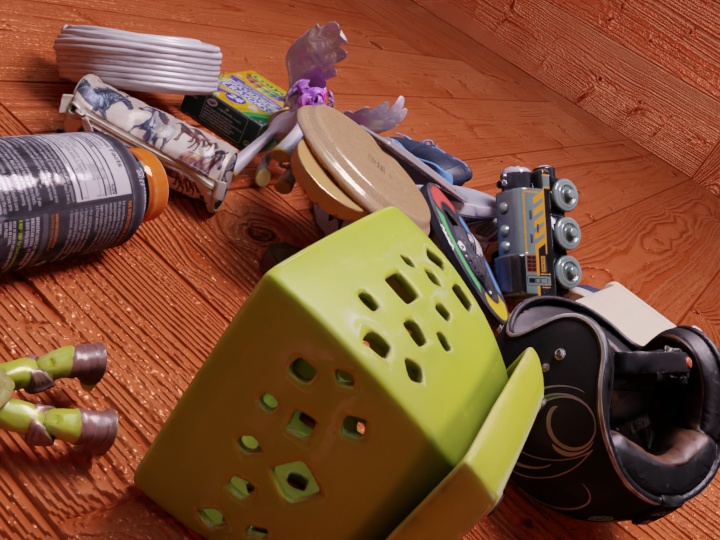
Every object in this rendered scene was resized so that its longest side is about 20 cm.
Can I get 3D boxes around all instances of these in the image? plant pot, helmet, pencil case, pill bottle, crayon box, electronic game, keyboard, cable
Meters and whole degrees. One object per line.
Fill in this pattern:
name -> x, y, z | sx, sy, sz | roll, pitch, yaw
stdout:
plant pot -> 0.003, 0.099, 0.500 | 0.181, 0.200, 0.199 | 40, 28, 9
helmet -> 0.201, 0.118, 0.653 | 0.199, 0.201, 0.191 | 17, -15, -23
pencil case -> -0.228, -0.138, 0.807 | 0.199, 0.078, 0.090 | 28, 26, -3
pill bottle -> -0.257, -0.062, 0.618 | 0.106, 0.106, 0.200 | 38, 28, 18
crayon box -> -0.155, -0.241, 1.084 | 0.126, 0.052, 0.200 | 34, 27, 9
electronic game -> 0.129, -0.019, 0.899 | 0.200, 0.042, 0.200 | 53, 19, -26
keyboard -> 0.072, -0.131, 0.921 | 0.056, 0.011, 0.200 | 32, 4, 39
cable -> -0.273, -0.258, 0.904 | 0.199, 0.070, 0.200 | 3, 15, -17

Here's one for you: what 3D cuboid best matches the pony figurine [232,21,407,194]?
pony figurine -> -0.067, -0.191, 0.909 | 0.167, 0.193, 0.200 | 49, 50, -31

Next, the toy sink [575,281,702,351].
toy sink -> 0.282, 0.098, 0.832 | 0.112, 0.131, 0.200 | 42, 31, 26

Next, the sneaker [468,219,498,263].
sneaker -> 0.240, -0.036, 1.098 | 0.199, 0.078, 0.082 | -2, 43, -30

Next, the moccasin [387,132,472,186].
moccasin -> 0.099, -0.158, 1.132 | 0.068, 0.081, 0.200 | -13, 32, -24

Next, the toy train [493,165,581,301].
toy train -> 0.236, -0.047, 0.993 | 0.114, 0.201, 0.085 | 1, -5, -29

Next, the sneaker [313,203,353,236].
sneaker -> 0.014, -0.057, 0.909 | 0.115, 0.075, 0.200 | 15, 35, -29

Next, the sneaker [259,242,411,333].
sneaker -> 0.000, 0.000, 0.773 | 0.200, 0.090, 0.067 | 26, 28, -4

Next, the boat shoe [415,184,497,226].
boat shoe -> 0.105, -0.076, 1.012 | 0.199, 0.066, 0.070 | -2, 32, -27

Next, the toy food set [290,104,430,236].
toy food set -> 0.003, -0.097, 0.781 | 0.198, 0.049, 0.200 | 34, 22, -31

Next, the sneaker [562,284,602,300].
sneaker -> 0.371, 0.081, 1.005 | 0.200, 0.075, 0.084 | 40, 33, 21

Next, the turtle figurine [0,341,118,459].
turtle figurine -> -0.240, 0.070, 0.451 | 0.161, 0.065, 0.200 | 5, 35, -38
